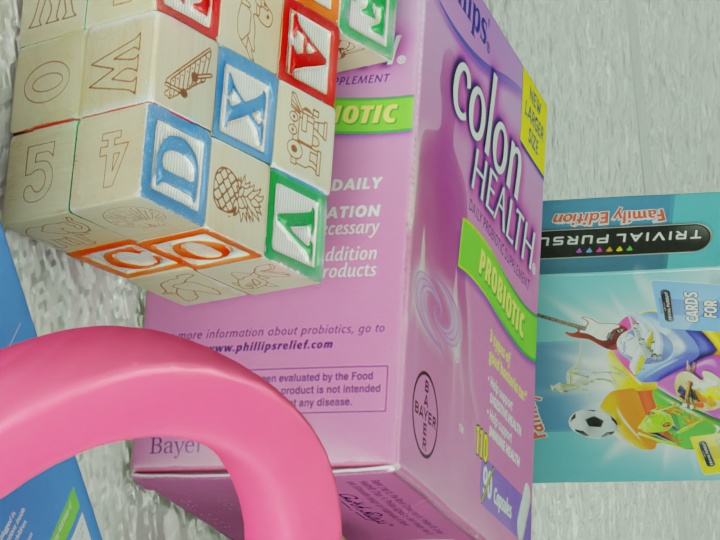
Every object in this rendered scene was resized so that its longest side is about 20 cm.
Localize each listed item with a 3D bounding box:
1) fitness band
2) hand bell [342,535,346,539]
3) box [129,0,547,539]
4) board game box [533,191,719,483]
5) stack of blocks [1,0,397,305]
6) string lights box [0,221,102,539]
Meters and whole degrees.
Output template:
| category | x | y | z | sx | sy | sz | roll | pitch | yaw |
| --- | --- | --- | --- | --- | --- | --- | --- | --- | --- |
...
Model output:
| category | x | y | z | sx | sy | sz | roll | pitch | yaw |
| --- | --- | --- | --- | --- | --- | --- | --- | --- | --- |
| fitness band | -0.085 | 0.098 | 0.543 | 0.200 | 0.037 | 0.144 | -35 | 124 | -23 |
| hand bell | 0.034 | 0.179 | 0.774 | 0.104 | 0.200 | 0.104 | -40 | 150 | -29 |
| box | 0.000 | 0.000 | 0.902 | 0.176 | 0.096 | 0.201 | 48 | 42 | -63 |
| board game box | 0.119 | 0.033 | 1.101 | 0.151 | 0.199 | 0.047 | 68 | 26 | -46 |
| stack of blocks | -0.044 | -0.095 | 0.782 | 0.115 | 0.058 | 0.201 | 25 | 62 | -48 |
| string lights box | -0.117 | 0.042 | 0.586 | 0.103 | 0.059 | 0.201 | -67 | 149 | -55 |
